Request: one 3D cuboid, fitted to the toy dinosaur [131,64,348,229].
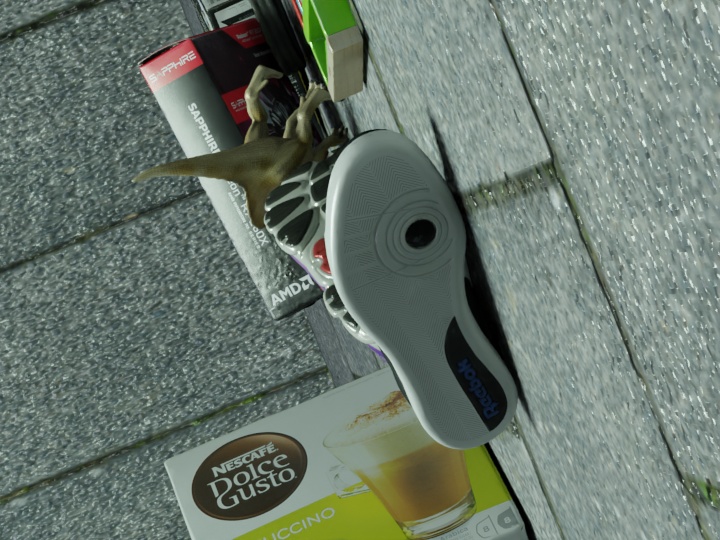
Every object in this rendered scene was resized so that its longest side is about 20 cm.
[{"bbox_3d":[-0.056,-0.076,1.825,0.058,0.102,0.200,24,-172,31],"label":"toy dinosaur"}]

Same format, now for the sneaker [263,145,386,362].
[{"bbox_3d":[0.000,0.000,1.761,0.084,0.080,0.200,60,-176,-42],"label":"sneaker"}]

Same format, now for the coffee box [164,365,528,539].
[{"bbox_3d":[0.009,0.212,1.864,0.198,0.199,0.200,-117,5,-51],"label":"coffee box"}]

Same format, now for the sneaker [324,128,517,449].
[{"bbox_3d":[0.016,-0.007,1.490,0.112,0.073,0.201,-120,7,-55],"label":"sneaker"}]

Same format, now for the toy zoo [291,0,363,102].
[{"bbox_3d":[-0.044,-0.203,1.621,0.131,0.020,0.201,91,157,-81],"label":"toy zoo"}]

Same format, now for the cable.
[{"bbox_3d":[-0.096,-0.229,1.974,0.097,0.050,0.201,-116,5,-67],"label":"cable"}]

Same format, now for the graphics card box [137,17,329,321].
[{"bbox_3d":[-0.066,-0.073,1.955,0.201,0.051,0.125,63,-158,-1],"label":"graphics card box"}]

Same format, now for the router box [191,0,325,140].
[{"bbox_3d":[-0.092,-0.188,2.133,0.200,0.051,0.150,-117,5,-54],"label":"router box"}]
